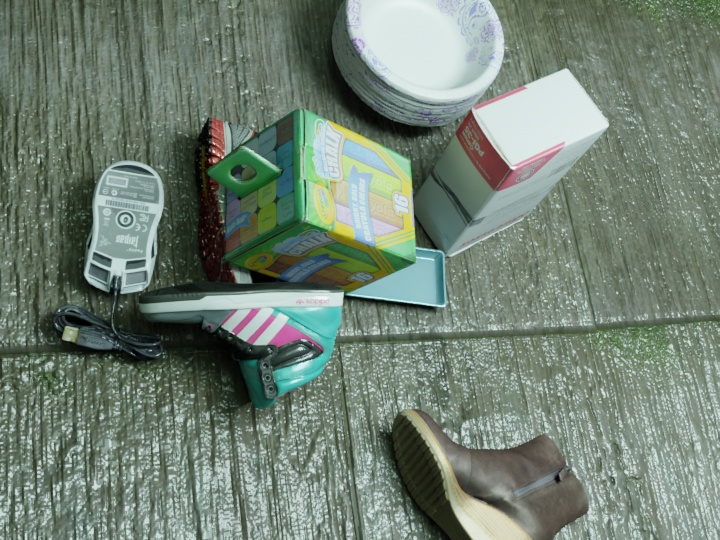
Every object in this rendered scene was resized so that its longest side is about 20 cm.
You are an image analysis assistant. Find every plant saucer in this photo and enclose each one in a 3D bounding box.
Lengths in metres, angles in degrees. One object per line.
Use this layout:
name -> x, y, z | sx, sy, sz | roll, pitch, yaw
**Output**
plant saucer -> 0.000, 0.000, 1.075 | 0.198, 0.019, 0.070 | 8, 65, -18

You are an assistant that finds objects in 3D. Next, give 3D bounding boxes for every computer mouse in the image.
computer mouse -> -0.240, -0.012, 0.979 | 0.109, 0.044, 0.202 | 10, 71, -11

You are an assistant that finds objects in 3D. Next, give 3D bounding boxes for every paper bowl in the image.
paper bowl -> 0.062, -0.265, 1.162 | 0.199, 0.104, 0.202 | 8, 66, -18

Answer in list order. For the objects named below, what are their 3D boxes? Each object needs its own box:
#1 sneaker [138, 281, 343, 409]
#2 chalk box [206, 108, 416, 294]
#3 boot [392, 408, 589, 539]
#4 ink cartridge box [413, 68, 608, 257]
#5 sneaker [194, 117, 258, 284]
sneaker -> -0.116, 0.074, 0.953 | 0.198, 0.084, 0.122 | 0, 97, -11
chalk box -> -0.056, -0.067, 0.963 | 0.199, 0.124, 0.125 | 18, 61, -40
boot -> 0.137, 0.210, 1.021 | 0.166, 0.072, 0.201 | -24, 76, -39
ink cartridge box -> 0.158, -0.115, 1.079 | 0.146, 0.200, 0.083 | -26, 75, -28
sneaker -> -0.125, -0.068, 1.024 | 0.082, 0.078, 0.202 | 5, 68, -24
